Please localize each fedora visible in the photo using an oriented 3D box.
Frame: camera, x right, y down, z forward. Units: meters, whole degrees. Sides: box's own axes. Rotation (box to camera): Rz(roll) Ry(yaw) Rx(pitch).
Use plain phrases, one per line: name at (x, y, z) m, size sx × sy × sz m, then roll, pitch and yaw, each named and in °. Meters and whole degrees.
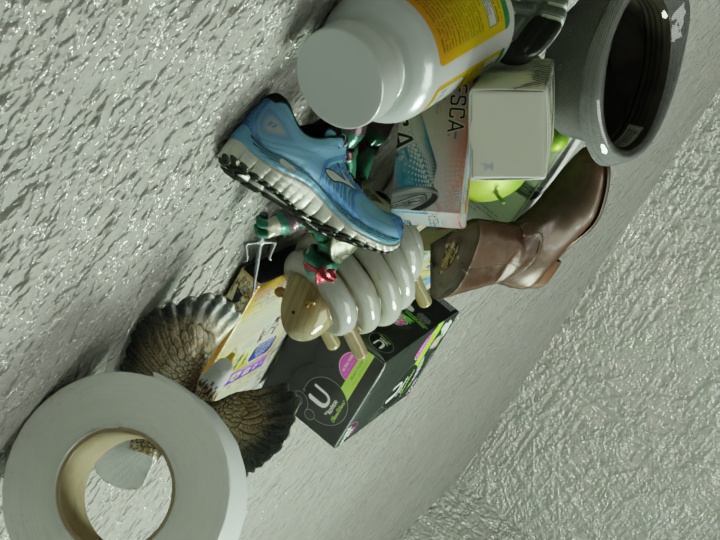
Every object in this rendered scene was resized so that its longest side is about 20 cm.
fedora at (0.240, -0.204, 1.513) m, size 0.176 × 0.090 × 0.201 m, roll 14°, pitch 90°, yaw -54°

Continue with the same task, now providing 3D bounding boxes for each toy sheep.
toy sheep at (0.000, 0.000, 1.527) m, size 0.200 × 0.138 × 0.138 m, roll -40°, pitch 163°, yaw -25°

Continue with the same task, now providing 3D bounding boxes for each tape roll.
tape roll at (-0.199, 0.188, 1.317) m, size 0.203 × 0.202 × 0.071 m, roll -50°, pitch 166°, yaw -3°

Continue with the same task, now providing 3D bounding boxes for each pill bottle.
pill bottle at (0.036, -0.190, 1.291) m, size 0.200 × 0.113 × 0.113 m, roll -37°, pitch 160°, yaw -47°

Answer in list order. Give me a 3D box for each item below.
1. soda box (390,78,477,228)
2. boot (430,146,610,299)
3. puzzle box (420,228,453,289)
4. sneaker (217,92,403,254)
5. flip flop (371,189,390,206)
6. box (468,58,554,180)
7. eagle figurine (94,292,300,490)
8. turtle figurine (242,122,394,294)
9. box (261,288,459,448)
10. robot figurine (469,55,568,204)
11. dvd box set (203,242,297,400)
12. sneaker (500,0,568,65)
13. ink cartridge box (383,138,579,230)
soda box at (0.072, -0.143, 1.420) m, size 0.064 × 0.068 × 0.201 m, roll 55°, pitch 40°, yaw -76°
boot at (0.164, -0.051, 1.615) m, size 0.199 × 0.064 × 0.187 m, roll 0°, pitch 121°, yaw -49°
puzzle box at (0.032, 0.004, 1.704) m, size 0.132 × 0.026 × 0.200 m, roll -3°, pitch 160°, yaw -30°
sneaker at (-0.024, -0.081, 1.311) m, size 0.200 × 0.078 × 0.090 m, roll 34°, pitch 79°, yaw -41°
flip flop at (0.004, -0.060, 1.634) m, size 0.081 × 0.058 × 0.200 m, roll -18°, pitch 156°, yaw 13°
box at (0.138, -0.139, 1.386) m, size 0.200 × 0.068 × 0.083 m, roll -63°, pitch 152°, yaw -71°
eagle figurine at (-0.155, 0.122, 1.426) m, size 0.200 × 0.151 × 0.152 m, roll 137°, pitch -38°, yaw -62°
turtle figurine at (-0.030, -0.066, 1.430) m, size 0.150 × 0.100 × 0.201 m, roll -51°, pitch 165°, yaw -75°
box at (0.001, 0.096, 1.884) m, size 0.200 × 0.124 × 0.149 m, roll -29°, pitch 152°, yaw -56°
robot figurine at (0.128, -0.158, 1.580) m, size 0.116 × 0.174 × 0.201 m, roll 85°, pitch 18°, yaw -60°
dvd box set at (-0.119, 0.063, 1.604) m, size 0.146 × 0.029 × 0.201 m, roll -28°, pitch 153°, yaw -58°
sneaker at (0.148, -0.251, 1.460) m, size 0.116 × 0.075 × 0.201 m, roll 117°, pitch -11°, yaw -59°
ink cartridge box at (0.141, -0.123, 1.725) m, size 0.201 × 0.147 × 0.083 m, roll -56°, pitch 166°, yaw 23°
